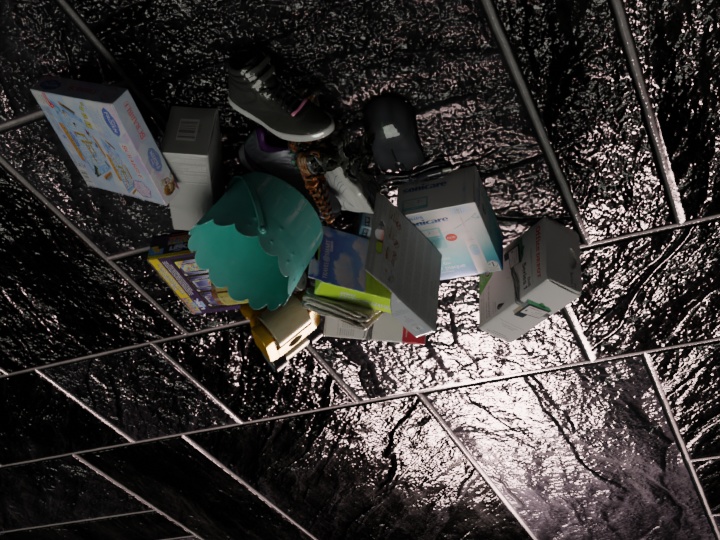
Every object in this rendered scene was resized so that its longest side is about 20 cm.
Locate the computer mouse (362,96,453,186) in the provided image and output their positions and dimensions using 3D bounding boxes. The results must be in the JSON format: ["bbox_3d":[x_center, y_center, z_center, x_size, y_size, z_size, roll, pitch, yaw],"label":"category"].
[{"bbox_3d":[0.064,-0.199,1.584,0.136,0.053,0.201,-8,143,18],"label":"computer mouse"}]

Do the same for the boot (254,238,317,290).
[{"bbox_3d":[-0.122,-0.015,1.790,0.197,0.074,0.166,23,171,-14],"label":"boot"}]

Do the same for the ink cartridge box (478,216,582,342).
[{"bbox_3d":[0.308,0.018,1.782,0.083,0.148,0.200,22,140,-22],"label":"ink cartridge box"}]

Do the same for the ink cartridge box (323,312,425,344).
[{"bbox_3d":[0.028,0.089,1.905,0.196,0.085,0.147,5,-177,-2],"label":"ink cartridge box"}]

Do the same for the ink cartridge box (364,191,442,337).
[{"bbox_3d":[0.062,-0.008,1.615,0.047,0.162,0.200,-18,137,34],"label":"ink cartridge box"}]

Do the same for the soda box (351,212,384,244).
[{"bbox_3d":[0.013,-0.041,1.799,0.067,0.064,0.201,10,143,-8],"label":"soda box"}]

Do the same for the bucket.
[{"bbox_3d":[-0.167,-0.051,1.584,0.204,0.136,0.209,23,146,17],"label":"bucket"}]

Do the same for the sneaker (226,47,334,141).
[{"bbox_3d":[-0.127,-0.264,1.444,0.198,0.071,0.100,27,150,25],"label":"sneaker"}]

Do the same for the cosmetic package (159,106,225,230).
[{"bbox_3d":[-0.276,-0.165,1.618,0.088,0.108,0.201,3,146,2],"label":"cosmetic package"}]

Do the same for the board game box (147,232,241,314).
[{"bbox_3d":[-0.296,0.003,1.896,0.162,0.058,0.201,-6,144,18],"label":"board game box"}]

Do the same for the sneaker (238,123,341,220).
[{"bbox_3d":[-0.106,-0.164,1.594,0.198,0.075,0.088,34,130,-4],"label":"sneaker"}]

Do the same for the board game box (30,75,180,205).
[{"bbox_3d":[-0.402,-0.205,1.533,0.197,0.041,0.202,16,143,33],"label":"board game box"}]

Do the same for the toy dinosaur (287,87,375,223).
[{"bbox_3d":[-0.054,-0.184,1.527,0.133,0.102,0.203,1,124,28],"label":"toy dinosaur"}]

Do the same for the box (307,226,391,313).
[{"bbox_3d":[0.000,0.000,1.696,0.196,0.124,0.048,15,142,-14],"label":"box"}]

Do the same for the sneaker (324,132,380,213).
[{"bbox_3d":[-0.036,-0.156,1.640,0.086,0.076,0.201,-6,143,23],"label":"sneaker"}]

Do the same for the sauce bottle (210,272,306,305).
[{"bbox_3d":[-0.186,0.026,1.783,0.197,0.067,0.066,-5,146,34],"label":"sauce bottle"}]

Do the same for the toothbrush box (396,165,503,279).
[{"bbox_3d":[0.161,-0.079,1.714,0.144,0.087,0.201,-8,141,18],"label":"toothbrush box"}]

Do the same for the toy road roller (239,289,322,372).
[{"bbox_3d":[-0.162,0.087,1.837,0.122,0.146,0.201,-37,162,-14],"label":"toy road roller"}]

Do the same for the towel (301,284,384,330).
[{"bbox_3d":[-0.025,0.059,1.739,0.130,0.200,0.035,21,102,11],"label":"towel"}]
